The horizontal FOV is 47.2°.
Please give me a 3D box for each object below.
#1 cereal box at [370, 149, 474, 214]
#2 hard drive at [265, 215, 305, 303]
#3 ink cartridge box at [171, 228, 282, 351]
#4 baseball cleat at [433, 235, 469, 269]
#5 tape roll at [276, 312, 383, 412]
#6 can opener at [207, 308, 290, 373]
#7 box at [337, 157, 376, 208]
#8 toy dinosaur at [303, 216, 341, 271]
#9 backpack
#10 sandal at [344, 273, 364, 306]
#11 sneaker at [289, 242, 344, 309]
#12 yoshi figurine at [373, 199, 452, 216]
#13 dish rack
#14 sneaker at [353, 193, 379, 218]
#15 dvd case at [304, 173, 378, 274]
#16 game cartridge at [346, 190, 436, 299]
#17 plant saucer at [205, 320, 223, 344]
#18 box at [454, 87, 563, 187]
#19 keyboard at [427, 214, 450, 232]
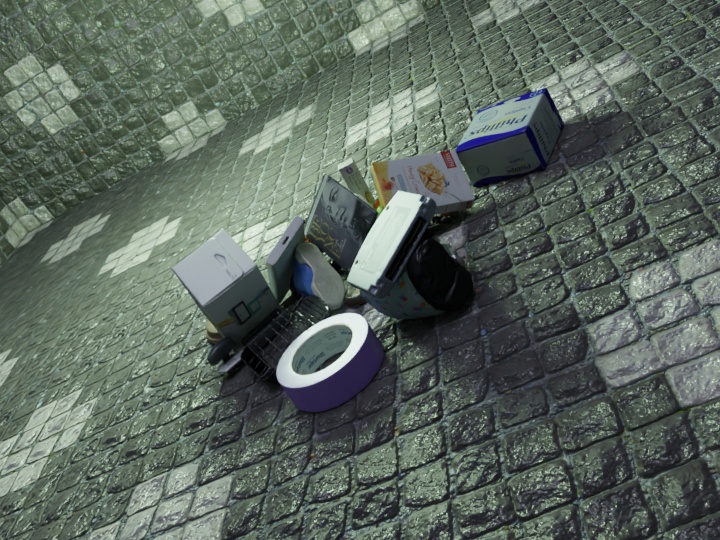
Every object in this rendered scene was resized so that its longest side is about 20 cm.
[{"bbox_3d":[0.134,-0.186,1.802,0.198,0.040,0.145,-12,60,-10],"label":"cereal box"},{"bbox_3d":[-0.166,-0.021,1.866,0.026,0.200,0.132,26,66,12],"label":"hard drive"},{"bbox_3d":[-0.291,0.044,1.819,0.146,0.201,0.147,-38,56,-12],"label":"ink cartridge box"},{"bbox_3d":[0.146,-0.012,1.647,0.106,0.070,0.200,-40,16,-1],"label":"baseball cleat"},{"bbox_3d":[-0.058,0.170,1.543,0.199,0.066,0.201,-26,26,13],"label":"tape roll"},{"bbox_3d":[-0.244,0.146,1.793,0.200,0.067,0.053,-43,28,-19],"label":"can opener"},{"bbox_3d":[0.011,-0.161,1.891,0.041,0.201,0.039,-26,23,7],"label":"box"},{"bbox_3d":[-0.073,-0.071,1.893,0.102,0.136,0.200,-42,19,-14],"label":"toy dinosaur"},{"bbox_3d":[0.092,0.016,1.548,0.199,0.167,0.127,-6,40,53],"label":"backpack"},{"bbox_3d":[0.000,0.000,1.787,0.081,0.055,0.201,-17,30,28],"label":"sandal"},{"bbox_3d":[-0.098,0.041,1.812,0.076,0.112,0.200,-9,44,-28],"label":"sneaker"},{"bbox_3d":[0.105,-0.111,1.855,0.199,0.113,0.113,-20,66,-6],"label":"yoshi figurine"},{"bbox_3d":[-0.149,0.130,1.685,0.201,0.054,0.153,-53,29,-6],"label":"dish rack"},{"bbox_3d":[0.034,-0.081,1.779,0.081,0.201,0.075,-8,-32,-40],"label":"sneaker"},{"bbox_3d":[-0.049,-0.104,1.794,0.200,0.016,0.150,41,116,43],"label":"dvd case"},{"bbox_3d":[0.053,-0.050,1.500,0.201,0.041,0.133,-60,30,-3],"label":"game cartridge"},{"bbox_3d":[-0.290,0.100,1.972,0.199,0.030,0.201,-26,25,13],"label":"plant saucer"},{"bbox_3d":[0.341,-0.304,1.880,0.183,0.105,0.201,-12,33,37],"label":"box"},{"bbox_3d":[0.124,-0.085,1.657,0.126,0.021,0.200,-22,-5,19],"label":"keyboard"}]
